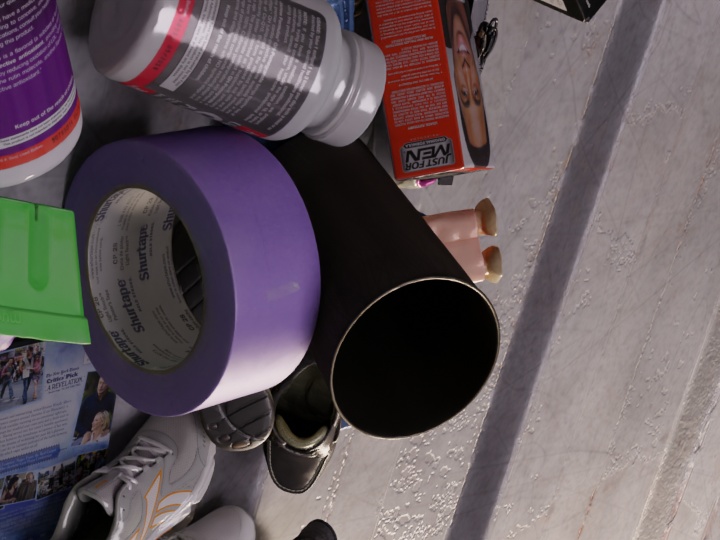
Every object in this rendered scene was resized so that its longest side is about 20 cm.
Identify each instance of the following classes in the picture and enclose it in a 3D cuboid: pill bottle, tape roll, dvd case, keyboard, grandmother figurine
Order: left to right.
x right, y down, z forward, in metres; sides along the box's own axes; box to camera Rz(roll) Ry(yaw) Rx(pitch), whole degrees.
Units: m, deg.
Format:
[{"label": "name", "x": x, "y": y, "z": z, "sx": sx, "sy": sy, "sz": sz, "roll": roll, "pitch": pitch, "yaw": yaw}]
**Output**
[{"label": "pill bottle", "x": -0.246, "y": -0.158, "z": 1.175, "sx": 0.112, "sy": 0.112, "sz": 0.201, "roll": -34, "pitch": 137, "yaw": -30}, {"label": "dvd case", "x": -0.252, "y": 0.132, "z": 1.446, "sx": 0.142, "sy": 0.017, "sz": 0.202, "roll": -13, "pitch": 125, "yaw": -44}, {"label": "tape roll", "x": -0.126, "y": -0.001, "z": 1.350, "sx": 0.085, "sy": 0.199, "sz": 0.202, "roll": -14, "pitch": 125, "yaw": -44}, {"label": "pill bottle", "x": -0.083, "y": -0.158, "z": 1.320, "sx": 0.199, "sy": 0.111, "sz": 0.111, "roll": 19, "pitch": 100, "yaw": -32}, {"label": "grandmother figurine", "x": 0.015, "y": -0.006, "z": 1.537, "sx": 0.198, "sy": 0.123, "sz": 0.061, "roll": -6, "pitch": 169, "yaw": -7}, {"label": "keyboard", "x": 0.089, "y": -0.167, "z": 1.567, "sx": 0.020, "sy": 0.127, "sz": 0.202, "roll": 5, "pitch": 116, "yaw": -9}]

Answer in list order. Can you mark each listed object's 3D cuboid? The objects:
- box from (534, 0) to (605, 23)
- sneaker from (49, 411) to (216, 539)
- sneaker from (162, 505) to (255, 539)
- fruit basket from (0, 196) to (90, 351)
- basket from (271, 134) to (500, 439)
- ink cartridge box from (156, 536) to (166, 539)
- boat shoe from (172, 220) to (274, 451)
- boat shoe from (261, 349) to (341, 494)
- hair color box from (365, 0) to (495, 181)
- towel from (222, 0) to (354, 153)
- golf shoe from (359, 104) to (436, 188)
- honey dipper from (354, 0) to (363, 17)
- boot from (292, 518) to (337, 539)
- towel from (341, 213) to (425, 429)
[{"label": "box", "x": 0.182, "y": -0.340, "z": 1.576, "sx": 0.164, "sy": 0.086, "sz": 0.200, "roll": -50, "pitch": 143, "yaw": -13}, {"label": "sneaker", "x": -0.183, "y": 0.176, "z": 1.482, "sx": 0.201, "sy": 0.075, "sz": 0.092, "roll": -61, "pitch": 152, "yaw": -26}, {"label": "sneaker", "x": -0.170, "y": 0.263, "z": 1.591, "sx": 0.200, "sy": 0.070, "sz": 0.081, "roll": -39, "pitch": 136, "yaw": -25}, {"label": "fruit basket", "x": -0.298, "y": 0.042, "z": 1.239, "sx": 0.215, "sy": 0.155, "sz": 0.218, "roll": -13, "pitch": 107, "yaw": -50}, {"label": "basket", "x": 0.000, "y": 0.000, "z": 1.408, "sx": 0.135, "sy": 0.201, "sz": 0.181, "roll": -29, "pitch": 141, "yaw": -4}, {"label": "ink cartridge box", "x": -0.160, "y": 0.341, "z": 1.571, "sx": 0.200, "sy": 0.041, "sz": 0.200, "roll": -54, "pitch": 132, "yaw": -1}, {"label": "boat shoe", "x": -0.115, "y": 0.045, "z": 1.507, "sx": 0.075, "sy": 0.074, "sz": 0.202, "roll": -7, "pitch": 109, "yaw": -1}, {"label": "boat shoe", "x": -0.050, "y": 0.121, "z": 1.553, "sx": 0.066, "sy": 0.071, "sz": 0.202, "roll": -76, "pitch": 180, "yaw": -50}, {"label": "hair color box", "x": 0.051, "y": -0.174, "z": 1.455, "sx": 0.101, "sy": 0.061, "sz": 0.202, "roll": -12, "pitch": 93, "yaw": -72}, {"label": "towel", "x": -0.055, "y": -0.140, "z": 1.447, "sx": 0.111, "sy": 0.049, "sz": 0.201, "roll": -16, "pitch": 129, "yaw": -21}, {"label": "golf shoe", "x": 0.054, "y": -0.162, "z": 1.545, "sx": 0.075, "sy": 0.091, "sz": 0.202, "roll": -1, "pitch": 114, "yaw": -47}, {"label": "honey dipper", "x": -0.023, "y": -0.162, "z": 1.504, "sx": 0.038, "sy": 0.038, "sz": 0.201, "roll": -24, "pitch": 135, "yaw": -38}, {"label": "boot", "x": -0.103, "y": 0.315, "z": 1.700, "sx": 0.200, "sy": 0.070, "sz": 0.132, "roll": -41, "pitch": 172, "yaw": 14}, {"label": "towel", "x": -0.005, "y": 0.042, "z": 1.636, "sx": 0.111, "sy": 0.048, "sz": 0.202, "roll": -5, "pitch": 116, "yaw": -46}]
